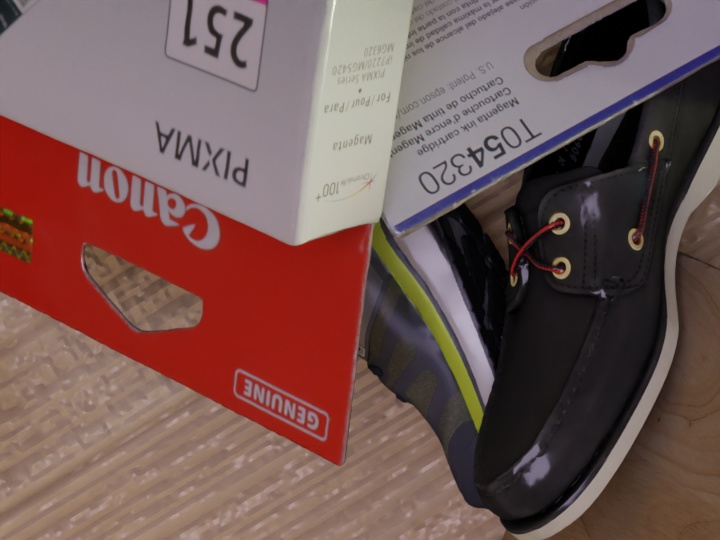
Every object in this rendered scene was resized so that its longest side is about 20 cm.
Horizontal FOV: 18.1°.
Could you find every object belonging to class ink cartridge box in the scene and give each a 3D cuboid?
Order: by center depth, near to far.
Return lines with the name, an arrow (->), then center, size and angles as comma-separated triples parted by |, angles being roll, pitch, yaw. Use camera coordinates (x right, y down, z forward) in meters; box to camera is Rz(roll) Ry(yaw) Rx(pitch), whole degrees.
ink cartridge box -> -0.079, -0.046, 0.724 | 0.200, 0.043, 0.174 | 24, 115, 36
ink cartridge box -> 0.035, -0.127, 0.754 | 0.196, 0.043, 0.200 | -28, 76, -18

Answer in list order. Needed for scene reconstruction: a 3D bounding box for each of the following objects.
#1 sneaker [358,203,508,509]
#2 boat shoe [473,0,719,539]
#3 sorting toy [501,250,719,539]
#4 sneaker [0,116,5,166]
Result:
sneaker -> 0.000, 0.000, 0.805 | 0.081, 0.074, 0.200 | -25, 101, 20
boat shoe -> 0.074, -0.007, 0.756 | 0.063, 0.074, 0.202 | 33, 64, -26
sorting toy -> 0.112, 0.104, 0.740 | 0.069, 0.200, 0.199 | 21, 94, -15
sneaker -> -0.059, -0.087, 0.817 | 0.115, 0.076, 0.201 | 26, 96, 11
